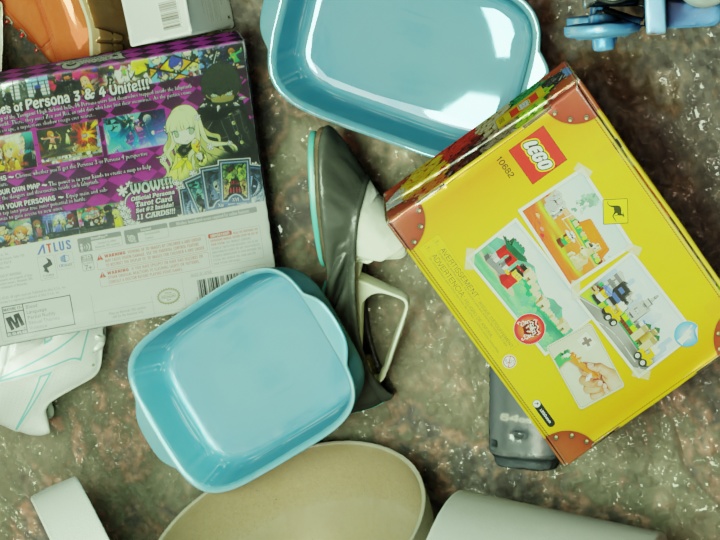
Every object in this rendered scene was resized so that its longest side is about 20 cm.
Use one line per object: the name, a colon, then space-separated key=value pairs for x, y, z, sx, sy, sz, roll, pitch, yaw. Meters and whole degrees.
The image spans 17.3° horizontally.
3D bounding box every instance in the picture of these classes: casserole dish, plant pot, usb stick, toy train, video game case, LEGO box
casserole dish: x=0.032 y=-0.146 z=1.551 sx=0.199 sy=0.039 sz=0.122 roll=20 pitch=107 yaw=15
plant pot: x=-0.029 y=0.229 z=1.573 sx=0.199 sy=0.201 sz=0.135 roll=-12 pitch=119 yaw=19
usb stick: x=0.111 y=0.032 z=1.565 sx=0.055 sy=0.033 sz=0.202 roll=3 pitch=100 yaw=17
toy train: x=0.179 y=-0.181 z=1.427 sx=0.113 sy=0.200 sz=0.087 roll=-4 pitch=97 yaw=7
video game case: x=-0.163 y=-0.054 z=1.576 sx=0.198 sy=0.036 sz=0.183 roll=-11 pitch=110 yaw=-7
LEGO box: x=0.130 y=-0.004 z=1.491 sx=0.149 sy=0.077 sz=0.200 roll=-35 pitch=102 yaw=7
casserole dish: x=-0.073 y=0.070 z=1.584 sx=0.200 sy=0.039 sz=0.122 roll=-32 pitch=88 yaw=37

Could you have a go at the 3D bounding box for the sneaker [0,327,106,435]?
sneaker: x=-0.205 y=0.028 z=1.656 sx=0.080 sy=0.071 sz=0.201 roll=32 pitch=107 yaw=-10

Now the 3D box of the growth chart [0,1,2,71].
growth chart: x=-0.296 y=-0.142 z=1.655 sx=0.144 sy=0.018 sz=0.202 roll=11 pitch=108 yaw=37

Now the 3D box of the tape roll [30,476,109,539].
tape roll: x=-0.165 y=0.237 z=1.604 sx=0.037 sy=0.203 sz=0.204 roll=-25 pitch=90 yaw=-9

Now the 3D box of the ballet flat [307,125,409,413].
ballet flat: x=0.000 y=0.000 z=1.581 sx=0.068 sy=0.068 sz=0.201 roll=3 pitch=112 yaw=7

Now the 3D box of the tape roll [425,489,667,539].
tape roll: x=0.109 y=0.251 z=1.512 sx=0.138 sy=0.203 sz=0.204 roll=11 pitch=102 yaw=16

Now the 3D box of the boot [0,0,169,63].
boot: x=-0.196 y=-0.165 z=1.622 sx=0.107 sy=0.075 sz=0.201 roll=-8 pitch=100 yaw=36

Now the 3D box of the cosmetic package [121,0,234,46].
cosmetic package: x=-0.140 y=-0.254 z=1.576 sx=0.050 sy=0.082 sz=0.202 roll=-10 pitch=95 yaw=21
